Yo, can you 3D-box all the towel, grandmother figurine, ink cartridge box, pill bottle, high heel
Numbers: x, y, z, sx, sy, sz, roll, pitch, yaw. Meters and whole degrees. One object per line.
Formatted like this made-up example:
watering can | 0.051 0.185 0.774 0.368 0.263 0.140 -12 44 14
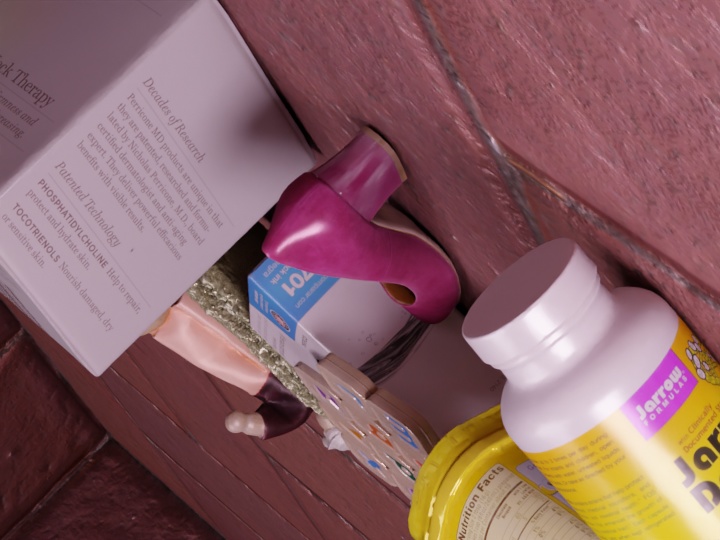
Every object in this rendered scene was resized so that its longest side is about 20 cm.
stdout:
towel | -0.050 0.035 1.872 0.200 0.037 0.148 43 -160 6
grandmother figurine | -0.067 0.071 1.902 0.199 0.122 0.061 30 149 -14
ink cartridge box | 0.024 0.059 1.725 0.200 0.086 0.146 45 169 9
pill bottle | 0.141 0.081 1.316 0.200 0.104 0.104 48 169 -15
high heel | 0.000 0.000 1.566 0.067 0.096 0.200 40 168 25

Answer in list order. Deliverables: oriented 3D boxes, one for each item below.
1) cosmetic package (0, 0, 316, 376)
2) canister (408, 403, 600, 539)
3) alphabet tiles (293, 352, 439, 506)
cosmetic package | -0.172 -0.082 1.633 0.167 0.200 0.167 35 165 43
canister | 0.147 0.155 1.459 0.200 0.148 0.087 35 130 34
alphabet tiles | 0.041 0.129 1.659 0.195 0.015 0.200 33 163 42
